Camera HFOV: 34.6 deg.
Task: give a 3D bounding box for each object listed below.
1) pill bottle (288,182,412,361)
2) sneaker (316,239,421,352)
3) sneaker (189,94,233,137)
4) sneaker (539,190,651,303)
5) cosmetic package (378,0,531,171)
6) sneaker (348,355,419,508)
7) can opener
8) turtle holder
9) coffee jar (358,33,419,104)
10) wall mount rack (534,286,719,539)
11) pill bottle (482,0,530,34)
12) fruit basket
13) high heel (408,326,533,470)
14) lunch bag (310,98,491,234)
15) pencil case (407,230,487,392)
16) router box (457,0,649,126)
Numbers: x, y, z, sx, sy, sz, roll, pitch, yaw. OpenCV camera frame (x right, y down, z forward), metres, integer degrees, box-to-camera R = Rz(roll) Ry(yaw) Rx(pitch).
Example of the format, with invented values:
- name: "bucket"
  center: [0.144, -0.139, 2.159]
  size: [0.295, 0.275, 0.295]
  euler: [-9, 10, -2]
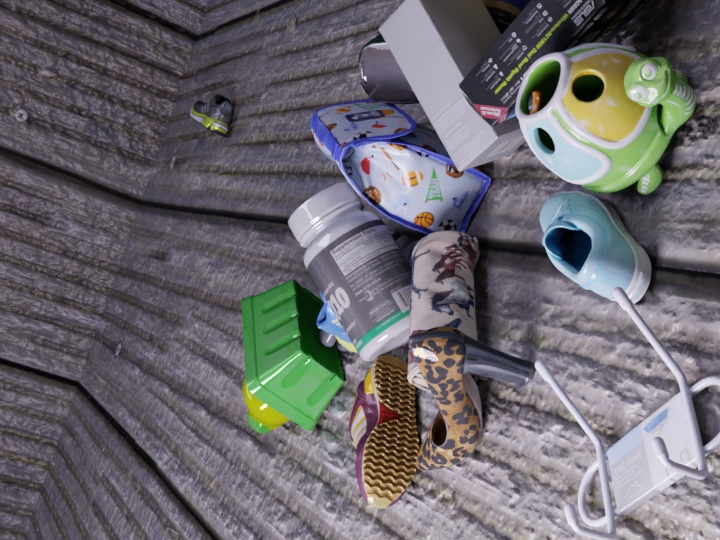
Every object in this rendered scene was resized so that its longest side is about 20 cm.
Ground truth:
- name: "pill bottle"
  center: [0.000, 0.000, 1.428]
  size: [0.201, 0.112, 0.113]
  euler: [58, 136, 13]
- name: "sneaker"
  center: [0.010, 0.029, 1.511]
  size: [0.201, 0.104, 0.076]
  euler: [-56, 27, 32]
- name: "sneaker"
  center: [-0.335, -0.367, 2.671]
  size: [0.082, 0.073, 0.200]
  euler: [-60, 31, 5]
- name: "sneaker"
  center: [0.211, -0.038, 1.141]
  size: [0.075, 0.081, 0.200]
  euler: [-63, 24, 13]
- name: "cosmetic package"
  center: [0.120, -0.230, 1.347]
  size: [0.090, 0.106, 0.201]
  euler: [-41, 74, 49]
- name: "sneaker"
  center: [0.024, 0.206, 1.394]
  size: [0.090, 0.074, 0.202]
  euler: [123, 161, -47]
- name: "can opener"
  center: [0.004, 0.027, 1.592]
  size: [0.201, 0.052, 0.067]
  euler: [-60, 25, 22]
- name: "turtle holder"
  center: [0.231, -0.147, 1.102]
  size: [0.142, 0.131, 0.186]
  euler: [-63, 23, 14]
- name: "coffee jar"
  center: [0.083, -0.290, 1.513]
  size: [0.200, 0.103, 0.086]
  euler: [-47, -44, -51]
- name: "wall mount rack"
  center: [0.223, 0.125, 0.991]
  size: [0.200, 0.074, 0.175]
  euler: [-49, 30, 39]
- name: "pill bottle"
  center: [0.176, -0.377, 1.457]
  size: [0.112, 0.111, 0.202]
  euler: [-21, 53, 61]
- name: "fruit basket"
  center: [-0.124, 0.147, 1.689]
  size: [0.215, 0.155, 0.217]
  euler: [-33, 36, 29]
- name: "high heel"
  center: [0.073, 0.138, 1.231]
  size: [0.201, 0.141, 0.072]
  euler: [-53, 28, 34]
- name: "lunch bag"
  center: [0.041, -0.139, 1.457]
  size: [0.125, 0.198, 0.170]
  euler: [-63, 23, 14]
- name: "pencil case"
  center: [0.100, 0.045, 1.331]
  size: [0.078, 0.088, 0.202]
  euler: [96, 177, -54]
- name: "router box"
  center: [0.214, -0.251, 1.226]
  size: [0.149, 0.062, 0.200]
  euler: [-29, -13, -46]
